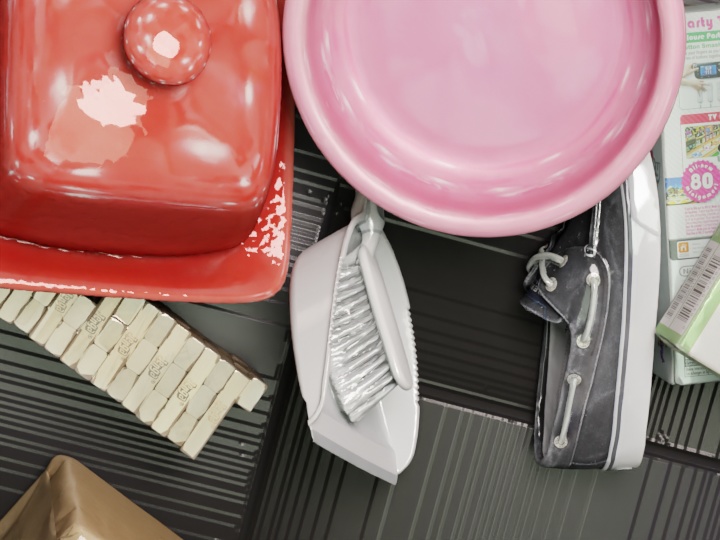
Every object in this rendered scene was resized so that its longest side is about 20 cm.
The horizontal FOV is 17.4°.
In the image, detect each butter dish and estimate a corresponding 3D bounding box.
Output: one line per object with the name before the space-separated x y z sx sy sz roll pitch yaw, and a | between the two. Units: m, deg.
butter dish | -0.111 -0.096 1.164 0.198 0.148 0.201 5 76 -19

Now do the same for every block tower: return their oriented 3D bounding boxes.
block tower | -0.145 0.022 1.244 0.199 0.054 0.058 36 91 -10

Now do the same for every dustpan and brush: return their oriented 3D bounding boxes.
dustpan and brush | 0.000 0.000 1.247 0.057 0.140 0.201 -19 69 15

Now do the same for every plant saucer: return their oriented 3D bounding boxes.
plant saucer | 0.062 -0.119 1.173 0.199 0.051 0.202 3 109 8

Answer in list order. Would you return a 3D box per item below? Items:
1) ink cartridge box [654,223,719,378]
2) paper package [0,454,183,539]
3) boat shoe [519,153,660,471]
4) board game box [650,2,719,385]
ink cartridge box | 0.278 0.026 1.249 0.199 0.048 0.146 32 92 -12
paper package | -0.103 0.204 1.200 0.200 0.191 0.104 38 90 -12
boat shoe | 0.121 0.011 1.277 0.067 0.072 0.202 -1 103 -10
board game box | 0.226 -0.047 1.287 0.146 0.064 0.202 -5 98 -9
